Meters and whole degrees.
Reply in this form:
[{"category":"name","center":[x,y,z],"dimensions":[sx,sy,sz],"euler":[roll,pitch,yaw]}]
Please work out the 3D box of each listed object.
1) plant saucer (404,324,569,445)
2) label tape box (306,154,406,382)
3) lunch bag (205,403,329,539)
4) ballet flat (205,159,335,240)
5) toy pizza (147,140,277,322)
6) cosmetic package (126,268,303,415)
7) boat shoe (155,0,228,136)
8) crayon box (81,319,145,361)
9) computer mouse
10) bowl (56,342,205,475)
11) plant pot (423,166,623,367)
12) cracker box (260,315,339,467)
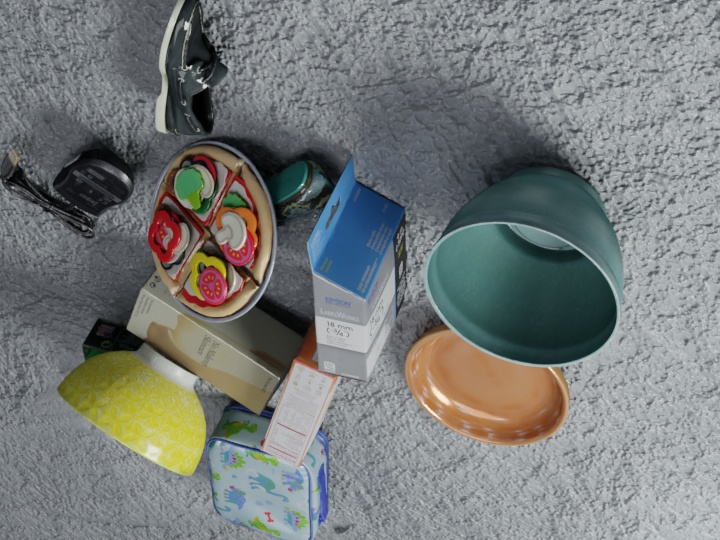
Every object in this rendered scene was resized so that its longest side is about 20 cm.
[{"category":"plant saucer","center":[0.150,0.127,1.788],"dimensions":[0.199,0.038,0.201],"euler":[14,138,13]},{"category":"label tape box","center":[0.000,0.000,1.645],"dimensions":[0.063,0.145,0.201],"euler":[12,138,14]},{"category":"lunch bag","center":[-0.119,0.274,2.041],"dimensions":[0.160,0.083,0.201],"euler":[14,138,14]},{"category":"ballet flat","center":[-0.104,-0.065,1.694],"dimensions":[0.199,0.074,0.074],"euler":[-16,125,42]},{"category":"toy pizza","center":[-0.171,-0.042,1.683],"dimensions":[0.199,0.032,0.202],"euler":[5,97,40]},{"category":"cosmetic package","center":[-0.176,0.077,1.850],"dimensions":[0.199,0.071,0.105],"euler":[32,143,3]},{"category":"boat shoe","center":[-0.169,-0.205,1.568],"dimensions":[0.066,0.075,0.200],"euler":[20,140,3]},{"category":"crayon box","center":[-0.292,0.162,2.034],"dimensions":[0.126,0.051,0.201],"euler":[13,138,13]},{"category":"computer mouse","center":[-0.339,-0.115,1.772],"dimensions":[0.140,0.046,0.200],"euler":[32,151,-14]},{"category":"bowl","center":[-0.261,0.154,1.877],"dimensions":[0.200,0.108,0.200],"euler":[34,179,1]},{"category":"plant pot","center":[0.179,-0.019,1.544],"dimensions":[0.199,0.135,0.201],"euler":[14,139,13]},{"category":"cracker box","center":[-0.052,0.124,1.810],"dimensions":[0.057,0.134,0.200],"euler":[24,140,1]}]
